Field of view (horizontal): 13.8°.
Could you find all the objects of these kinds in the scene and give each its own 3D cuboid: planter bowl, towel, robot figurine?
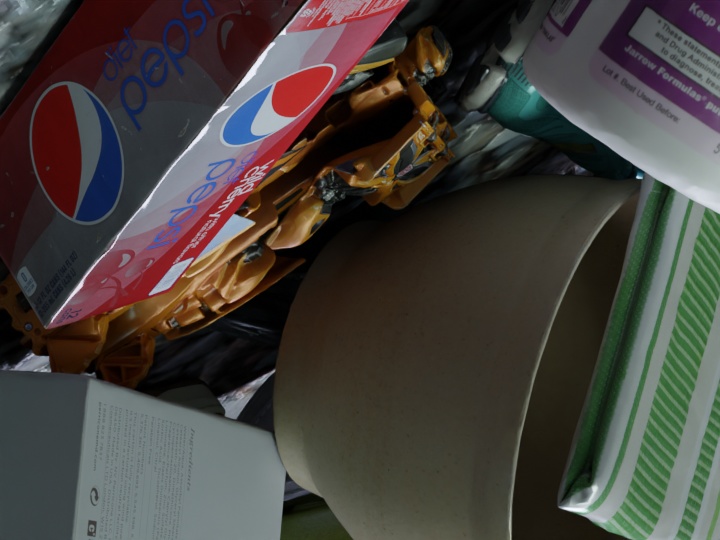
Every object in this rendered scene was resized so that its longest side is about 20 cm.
[{"bbox_3d":[0.047,0.048,1.248,0.200,0.134,0.201,-39,136,-52],"label":"planter bowl"},{"bbox_3d":[0.140,0.042,1.257,0.200,0.023,0.153,21,83,-65],"label":"towel"},{"bbox_3d":[-0.043,-0.027,1.178,0.200,0.058,0.145,-34,167,5],"label":"robot figurine"}]

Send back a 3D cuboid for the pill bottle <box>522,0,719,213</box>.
[{"bbox_3d":[0.156,-0.128,1.107,0.200,0.112,0.112,-57,159,11],"label":"pill bottle"}]

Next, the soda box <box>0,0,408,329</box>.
[{"bbox_3d":[-0.059,-0.066,1.008,0.063,0.070,0.200,-17,158,-44],"label":"soda box"}]

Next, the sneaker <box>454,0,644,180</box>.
[{"bbox_3d":[0.098,-0.077,1.248,0.078,0.080,0.200,-54,163,8],"label":"sneaker"}]

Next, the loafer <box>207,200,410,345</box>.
[{"bbox_3d":[0.000,0.000,1.351,0.200,0.071,0.068,0,-173,-43],"label":"loafer"}]

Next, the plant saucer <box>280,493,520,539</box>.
[{"bbox_3d":[-0.001,0.117,1.393,0.199,0.031,0.200,-15,180,0],"label":"plant saucer"}]

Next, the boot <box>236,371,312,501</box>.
[{"bbox_3d":[0.005,0.038,1.474,0.200,0.074,0.096,-40,159,-5],"label":"boot"}]

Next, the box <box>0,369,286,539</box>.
[{"bbox_3d":[-0.124,0.099,1.185,0.124,0.098,0.200,2,172,21],"label":"box"}]

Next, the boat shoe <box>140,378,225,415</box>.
[{"bbox_3d":[-0.128,0.108,1.386,0.202,0.075,0.075,-19,159,-41],"label":"boat shoe"}]

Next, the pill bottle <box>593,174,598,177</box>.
[{"bbox_3d":[0.148,0.011,1.456,0.200,0.116,0.116,-62,160,5],"label":"pill bottle"}]
